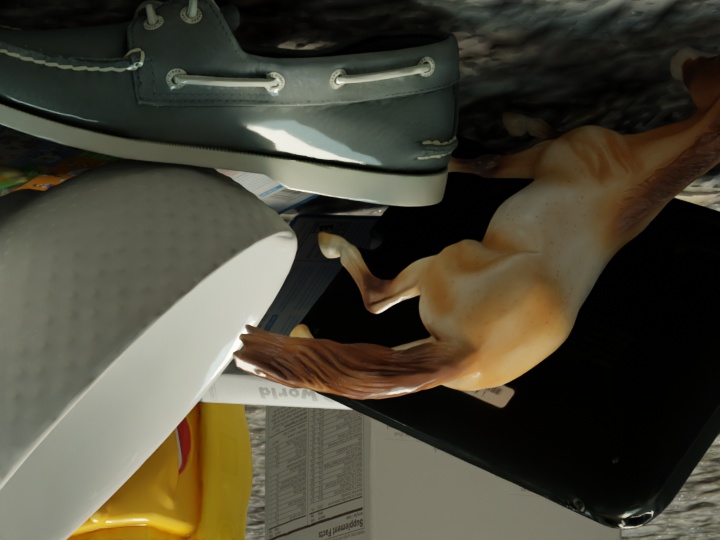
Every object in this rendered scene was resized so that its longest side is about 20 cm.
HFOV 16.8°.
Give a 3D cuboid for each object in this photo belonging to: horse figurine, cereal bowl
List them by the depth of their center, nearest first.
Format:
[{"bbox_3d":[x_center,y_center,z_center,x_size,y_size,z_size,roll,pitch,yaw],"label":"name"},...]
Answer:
[{"bbox_3d":[-0.118,0.034,0.852,0.083,0.200,0.200,41,167,7],"label":"cereal bowl"},{"bbox_3d":[0.049,-0.010,0.867,0.132,0.200,0.050,14,140,48],"label":"horse figurine"}]

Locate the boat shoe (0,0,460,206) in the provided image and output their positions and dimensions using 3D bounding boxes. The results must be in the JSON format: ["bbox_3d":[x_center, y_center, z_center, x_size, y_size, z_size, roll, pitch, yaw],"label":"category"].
[{"bbox_3d":[-0.058,-0.070,0.826,0.199,0.062,0.073,11,-164,-20],"label":"boat shoe"}]

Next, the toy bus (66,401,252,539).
[{"bbox_3d":[-0.171,0.079,0.996,0.199,0.136,0.192,-18,149,29],"label":"toy bus"}]

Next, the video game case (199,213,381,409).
[{"bbox_3d":[0.047,0.017,1.007,0.199,0.018,0.143,2,-152,17],"label":"video game case"}]

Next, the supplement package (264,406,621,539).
[{"bbox_3d":[0.042,0.136,1.325,0.151,0.201,0.151,6,164,-24],"label":"supplement package"}]

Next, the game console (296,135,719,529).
[{"bbox_3d":[0.103,0.024,0.933,0.200,0.176,0.116,20,158,48],"label":"game console"}]

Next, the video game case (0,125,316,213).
[{"bbox_3d":[-0.119,-0.043,0.956,0.199,0.018,0.143,8,164,-30],"label":"video game case"}]
